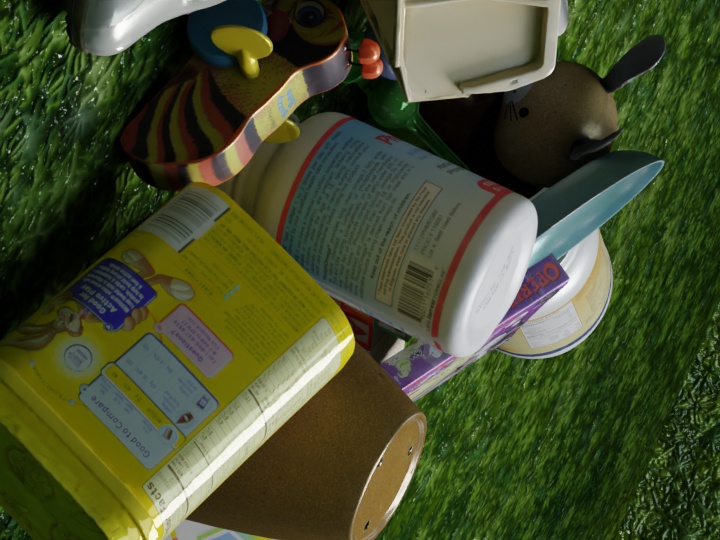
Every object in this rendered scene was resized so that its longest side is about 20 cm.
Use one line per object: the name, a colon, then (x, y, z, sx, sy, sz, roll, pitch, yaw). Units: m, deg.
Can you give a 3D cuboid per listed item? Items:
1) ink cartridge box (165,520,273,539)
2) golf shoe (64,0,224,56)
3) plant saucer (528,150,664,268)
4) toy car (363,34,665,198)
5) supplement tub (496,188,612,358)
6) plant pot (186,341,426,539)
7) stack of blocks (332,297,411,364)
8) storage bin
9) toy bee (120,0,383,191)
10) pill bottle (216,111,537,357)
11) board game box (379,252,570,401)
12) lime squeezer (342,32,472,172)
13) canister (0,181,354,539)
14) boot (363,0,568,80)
ink cartridge box: (-0.075, 0.192, 1.461, 0.199, 0.105, 0.059, -7, 163, -35)
golf shoe: (-0.077, -0.177, 1.136, 0.200, 0.092, 0.073, -51, 159, -33)
plant saucer: (0.126, -0.025, 1.517, 0.199, 0.028, 0.200, -36, 171, -7)
toy car: (0.121, -0.116, 1.539, 0.158, 0.199, 0.165, 45, 59, -30)
supplement tub: (0.140, -0.014, 1.871, 0.145, 0.144, 0.200, -61, 161, -9)
plant pot: (-0.067, 0.088, 1.338, 0.187, 0.199, 0.187, -52, 158, -31)
stack of blocks: (0.000, 0.000, 1.545, 0.059, 0.114, 0.201, -50, 157, -37)
storage bin: (0.044, -0.227, 1.197, 0.201, 0.093, 0.200, -111, -162, -53)
toy bee: (-0.048, -0.125, 1.257, 0.201, 0.108, 0.131, -65, 162, 3)
pill bottle: (0.004, -0.033, 1.372, 0.109, 0.199, 0.109, -53, 159, -30)
board game box: (0.050, 0.065, 1.530, 0.199, 0.032, 0.120, -31, 166, -29)
lime squeezer: (0.019, -0.126, 1.466, 0.200, 0.070, 0.038, 47, 72, -29)
canister: (-0.116, 0.060, 1.201, 0.200, 0.149, 0.087, -42, 173, -31)
boot: (0.073, -0.175, 1.461, 0.200, 0.090, 0.073, -27, 102, -65)
